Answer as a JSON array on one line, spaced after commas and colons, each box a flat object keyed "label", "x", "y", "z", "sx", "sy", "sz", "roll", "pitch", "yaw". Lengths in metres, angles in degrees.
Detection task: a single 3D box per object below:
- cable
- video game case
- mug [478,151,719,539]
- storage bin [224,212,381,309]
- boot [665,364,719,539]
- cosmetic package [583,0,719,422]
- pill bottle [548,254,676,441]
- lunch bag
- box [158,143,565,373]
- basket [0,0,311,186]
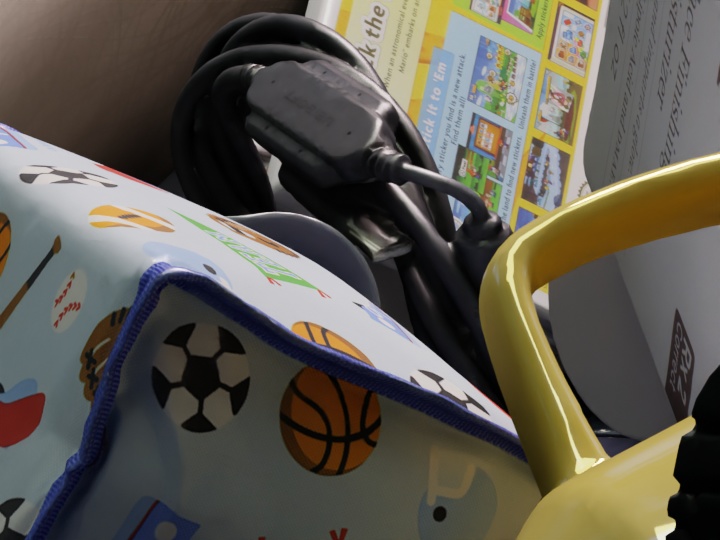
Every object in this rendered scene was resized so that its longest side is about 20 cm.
[{"label": "cable", "x": 0.000, "y": 0.000, "z": 0.971, "sx": 0.051, "sy": 0.164, "sz": 0.200, "roll": -30, "pitch": 31, "yaw": -18}, {"label": "video game case", "x": 0.063, "y": -0.071, "z": 1.123, "sx": 0.182, "sy": 0.201, "sz": 0.023, "roll": 25, "pitch": -34, "yaw": -19}, {"label": "mug", "x": 0.101, "y": 0.077, "z": 0.653, "sx": 0.153, "sy": 0.150, "sz": 0.187, "roll": -18, "pitch": 29, "yaw": -18}, {"label": "storage bin", "x": -0.100, "y": 0.042, "z": 0.924, "sx": 0.199, "sy": 0.146, "sz": 0.134, "roll": -7, "pitch": 2, "yaw": -10}, {"label": "boot", "x": 0.140, "y": 0.085, "z": 0.484, "sx": 0.162, "sy": 0.199, "sz": 0.073, "roll": -16, "pitch": 18, "yaw": -19}, {"label": "cosmetic package", "x": 0.174, "y": -0.031, "z": 0.879, "sx": 0.164, "sy": 0.165, "sz": 0.200, "roll": -7, "pitch": 45, "yaw": -9}, {"label": "pill bottle", "x": 0.168, "y": -0.003, "z": 1.056, "sx": 0.199, "sy": 0.113, "sz": 0.113, "roll": -13, "pitch": 14, "yaw": -35}, {"label": "lunch bag", "x": -0.022, "y": 0.061, "z": 0.758, "sx": 0.200, "sy": 0.124, "sz": 0.170, "roll": 23, "pitch": 7, "yaw": -31}, {"label": "box", "x": 0.012, "y": -0.007, "z": 1.175, "sx": 0.199, "sy": 0.098, "sz": 0.124, "roll": -12, "pitch": 14, "yaw": -33}, {"label": "basket", "x": -0.137, "y": -0.063, "z": 1.067, "sx": 0.180, "sy": 0.136, "sz": 0.200, "roll": 27, "pitch": 53, "yaw": 5}]
